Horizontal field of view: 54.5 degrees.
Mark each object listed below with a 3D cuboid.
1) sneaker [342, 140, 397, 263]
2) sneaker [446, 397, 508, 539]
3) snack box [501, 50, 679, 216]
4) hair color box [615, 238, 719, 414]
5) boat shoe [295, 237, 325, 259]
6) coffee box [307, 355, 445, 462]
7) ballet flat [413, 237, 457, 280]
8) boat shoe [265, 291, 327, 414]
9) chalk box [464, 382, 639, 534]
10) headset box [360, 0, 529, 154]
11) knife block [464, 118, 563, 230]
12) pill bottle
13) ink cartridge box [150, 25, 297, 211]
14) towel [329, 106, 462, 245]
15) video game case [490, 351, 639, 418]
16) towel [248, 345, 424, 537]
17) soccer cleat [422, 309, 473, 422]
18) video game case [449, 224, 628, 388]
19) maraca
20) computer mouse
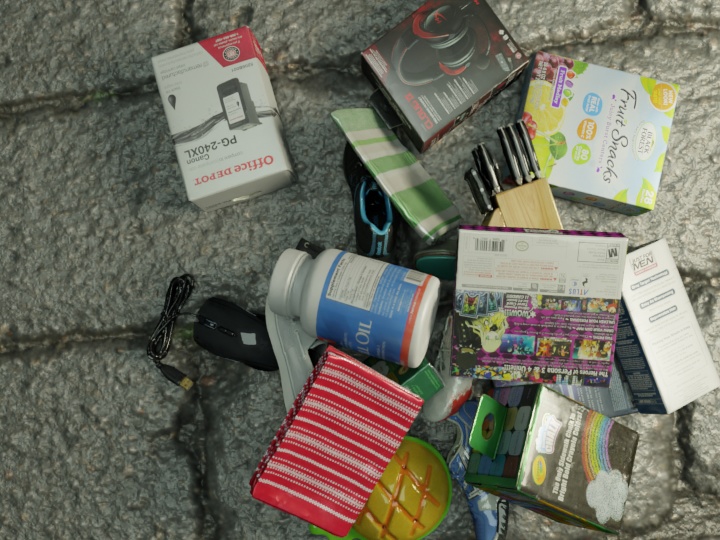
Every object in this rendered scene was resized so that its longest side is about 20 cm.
[{"bbox_3d":[0.019,-0.112,0.922,0.071,0.082,0.205,-7,66,-6],"label":"sneaker"},{"bbox_3d":[0.152,0.271,0.922,0.075,0.076,0.206,-3,77,-1],"label":"sneaker"},{"bbox_3d":[0.307,-0.182,0.940,0.194,0.068,0.174,13,87,1],"label":"snack box"},{"bbox_3d":[0.381,0.073,0.915,0.098,0.060,0.205,-19,87,-19],"label":"hair color box"},{"bbox_3d":[0.000,0.000,0.947,0.195,0.070,0.068,14,89,11],"label":"boat shoe"},{"bbox_3d":[0.006,0.172,0.908,0.198,0.123,0.044,-39,110,-1],"label":"coffee box"},{"bbox_3d":[0.169,-0.018,0.948,0.194,0.068,0.065,9,60,2],"label":"ballet flat"},{"bbox_3d":[-0.073,0.105,0.907,0.067,0.072,0.204,-25,56,16],"label":"boat shoe"},{"bbox_3d":[0.210,0.216,0.842,0.196,0.124,0.127,27,70,-14],"label":"chalk box"},{"bbox_3d":[0.103,-0.271,0.948,0.198,0.075,0.150,-36,87,0],"label":"headset box"},{"bbox_3d":[0.215,-0.077,0.876,0.196,0.064,0.179,26,92,0],"label":"knife block"},{"bbox_3d":[-0.008,0.039,0.855,0.195,0.112,0.115,15,88,14],"label":"pill bottle"},{"bbox_3d":[-0.183,-0.202,0.952,0.141,0.083,0.205,-17,86,1],"label":"ink cartridge box"},{"bbox_3d":[0.053,-0.129,0.912,0.023,0.152,0.202,-37,87,27],"label":"towel"},{"bbox_3d":[0.275,0.138,0.950,0.194,0.019,0.147,-13,86,3],"label":"video game case"},{"bbox_3d":[-0.029,0.210,0.836,0.142,0.022,0.203,29,95,-13],"label":"towel"},{"bbox_3d":[0.130,0.099,0.912,0.068,0.085,0.203,26,81,47],"label":"soccer cleat"},{"bbox_3d":[0.207,0.043,0.835,0.194,0.036,0.187,3,105,7],"label":"video game case"},{"bbox_3d":[0.022,0.290,0.908,0.194,0.107,0.141,-13,83,2],"label":"maraca"},{"bbox_3d":[-0.200,0.105,0.956,0.196,0.046,0.143,26,87,3],"label":"computer mouse"}]
